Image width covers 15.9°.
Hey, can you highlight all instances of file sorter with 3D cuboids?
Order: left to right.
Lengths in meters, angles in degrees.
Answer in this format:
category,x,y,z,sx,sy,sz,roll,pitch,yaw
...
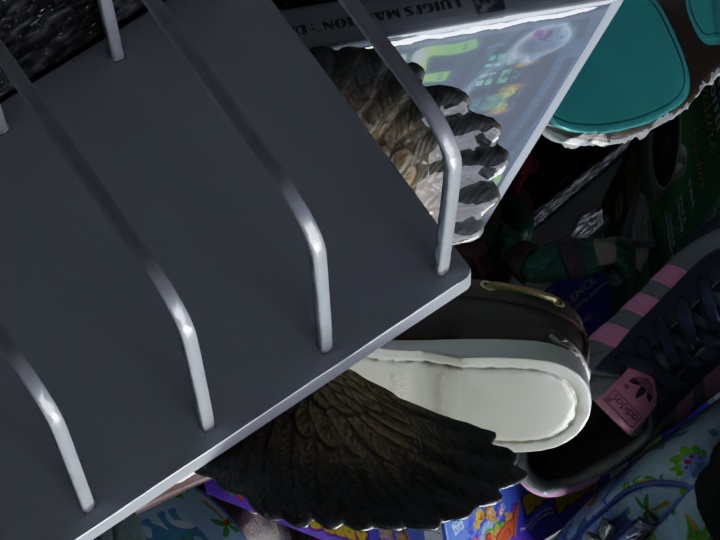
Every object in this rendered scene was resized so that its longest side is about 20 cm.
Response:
category,x,y,z,sx,sy,sz,roll,pitch,yaw
file sorter,-0.084,-0.015,0.792,0.200,0.139,0.125,-34,164,-10

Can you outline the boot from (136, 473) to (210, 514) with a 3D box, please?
category,x,y,z,sx,sy,sz,roll,pitch,yaw
boot,-0.097,0.082,1.154,0.199,0.064,0.186,-19,180,-11

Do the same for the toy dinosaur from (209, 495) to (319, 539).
category,x,y,z,sx,sy,sz,roll,pitch,yaw
toy dinosaur,-0.071,0.150,1.522,0.135,0.086,0.200,-31,-173,29

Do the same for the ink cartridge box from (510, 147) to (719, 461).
category,x,y,z,sx,sy,sz,roll,pitch,yaw
ink cartridge box,0.164,0.027,1.421,0.198,0.200,0.043,-40,136,11

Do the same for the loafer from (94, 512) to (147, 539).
category,x,y,z,sx,sy,sz,roll,pitch,yaw
loafer,-0.152,0.084,0.988,0.063,0.072,0.200,-28,139,12

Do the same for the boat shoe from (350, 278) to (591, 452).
category,x,y,z,sx,sy,sz,roll,pitch,yaw
boat shoe,-0.001,0.031,1.098,0.060,0.199,0.072,-84,179,-51

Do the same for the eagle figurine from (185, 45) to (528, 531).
category,x,y,z,sx,sy,sz,roll,pitch,yaw
eagle figurine,-0.052,0.017,0.898,0.199,0.152,0.151,-12,-158,32

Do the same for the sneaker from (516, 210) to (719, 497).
category,x,y,z,sx,sy,sz,roll,pitch,yaw
sneaker,0.148,0.041,1.223,0.200,0.070,0.082,-46,-178,27

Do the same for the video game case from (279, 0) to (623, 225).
category,x,y,z,sx,sy,sz,roll,pitch,yaw
video game case,-0.011,-0.047,0.994,0.181,0.023,0.200,-12,158,-20

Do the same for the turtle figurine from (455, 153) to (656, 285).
category,x,y,z,sx,sy,sz,roll,pitch,yaw
turtle figurine,0.059,0.019,1.316,0.200,0.101,0.150,-53,-177,-35

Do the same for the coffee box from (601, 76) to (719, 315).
category,x,y,z,sx,sy,sz,roll,pitch,yaw
coffee box,0.174,-0.044,1.311,0.044,0.123,0.200,6,142,-11

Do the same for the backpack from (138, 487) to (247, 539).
category,x,y,z,sx,sy,sz,roll,pitch,yaw
backpack,-0.137,0.222,1.369,0.200,0.183,0.147,-48,163,26

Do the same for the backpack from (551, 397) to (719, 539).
category,x,y,z,sx,sy,sz,roll,pitch,yaw
backpack,0.178,0.134,1.261,0.163,0.154,0.200,-36,153,-40

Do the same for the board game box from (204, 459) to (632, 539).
category,x,y,z,sx,sy,sz,roll,pitch,yaw
board game box,0.026,0.098,1.373,0.134,0.045,0.200,-27,-152,-36

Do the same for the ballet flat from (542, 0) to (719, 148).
category,x,y,z,sx,sy,sz,roll,pitch,yaw
ballet flat,0.133,-0.105,1.184,0.200,0.072,0.072,-27,164,-32
